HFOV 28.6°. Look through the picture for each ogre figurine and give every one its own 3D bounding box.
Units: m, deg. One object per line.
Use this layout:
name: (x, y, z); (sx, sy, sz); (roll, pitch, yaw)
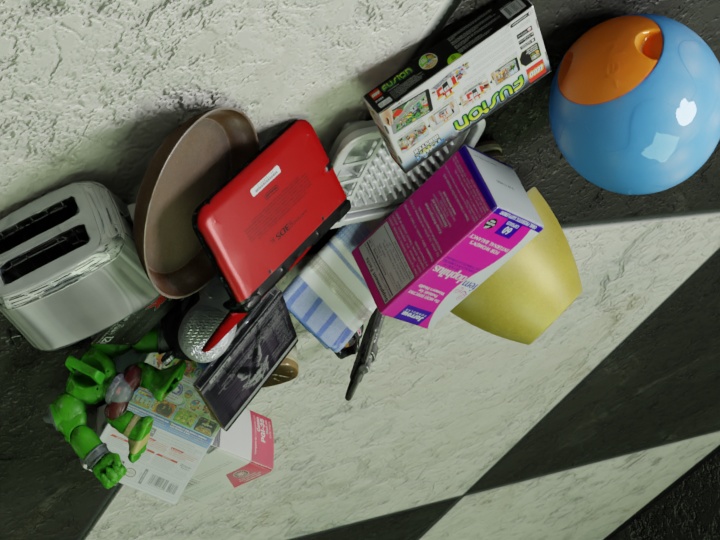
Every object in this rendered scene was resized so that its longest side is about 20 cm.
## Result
ogre figurine: (-0.284, 0.137, 1.652); (0.202, 0.119, 0.098); (-63, 173, 3)

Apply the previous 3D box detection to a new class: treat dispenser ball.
treat dispenser ball: (0.312, -0.187, 1.597); (0.199, 0.202, 0.201); (-22, 155, -11)

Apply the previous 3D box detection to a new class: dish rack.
dish rack: (0.033, -0.124, 1.622); (0.198, 0.044, 0.172); (-12, 149, -30)

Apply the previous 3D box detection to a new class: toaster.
toaster: (-0.302, -0.004, 1.440); (0.198, 0.114, 0.129); (-26, 152, 1)

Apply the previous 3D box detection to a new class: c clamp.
c clamp: (0.019, 0.087, 1.901); (0.027, 0.201, 0.172); (19, 125, -1)

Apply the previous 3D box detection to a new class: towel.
towel: (0.000, 0.000, 1.750); (0.200, 0.024, 0.147); (-46, 139, -3)

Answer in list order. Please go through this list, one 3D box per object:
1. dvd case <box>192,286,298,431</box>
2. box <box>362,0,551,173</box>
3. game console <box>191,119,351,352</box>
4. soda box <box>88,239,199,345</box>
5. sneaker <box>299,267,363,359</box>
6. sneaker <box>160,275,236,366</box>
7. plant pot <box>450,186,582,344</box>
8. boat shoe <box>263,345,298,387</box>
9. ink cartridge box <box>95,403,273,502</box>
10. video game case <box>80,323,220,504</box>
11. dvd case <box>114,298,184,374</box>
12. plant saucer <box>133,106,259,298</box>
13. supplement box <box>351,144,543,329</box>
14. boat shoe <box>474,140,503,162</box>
dvd case: (-0.134, 0.108, 1.694); (0.149, 0.016, 0.200); (-52, 165, -13)
box: (0.106, -0.199, 1.507); (0.199, 0.035, 0.110); (-35, 144, -4)
game console: (-0.114, -0.037, 1.510); (0.118, 0.174, 0.200); (-4, -148, 43)
soda box: (-0.230, 0.002, 1.577); (0.200, 0.064, 0.070); (-42, 152, 29)
sneaker: (-0.024, 0.053, 1.836); (0.079, 0.087, 0.200); (-15, 155, 5)
sneaker: (-0.167, 0.026, 1.628); (0.113, 0.075, 0.201); (-22, -148, 54)
plant pot: (0.208, 0.011, 1.859); (0.200, 0.142, 0.200); (-45, 175, -5)
boat shoe: (-0.171, 0.124, 1.862); (0.198, 0.066, 0.072); (-16, 148, 23)
ink cartridge box: (-0.234, 0.225, 1.882); (0.146, 0.084, 0.199); (-26, 141, 32)
video game case: (-0.237, 0.179, 1.748); (0.142, 0.018, 0.201); (29, 94, -33)
dvd case: (-0.230, 0.074, 1.767); (0.199, 0.022, 0.146); (-37, 154, 21)
plant saucer: (-0.169, -0.072, 1.428); (0.200, 0.034, 0.202); (-46, 147, -42)
supplement box: (0.101, -0.036, 1.673); (0.200, 0.104, 0.101); (-42, 144, 25)
boat shoe: (0.139, -0.078, 1.781); (0.074, 0.075, 0.203); (-14, 152, -26)
